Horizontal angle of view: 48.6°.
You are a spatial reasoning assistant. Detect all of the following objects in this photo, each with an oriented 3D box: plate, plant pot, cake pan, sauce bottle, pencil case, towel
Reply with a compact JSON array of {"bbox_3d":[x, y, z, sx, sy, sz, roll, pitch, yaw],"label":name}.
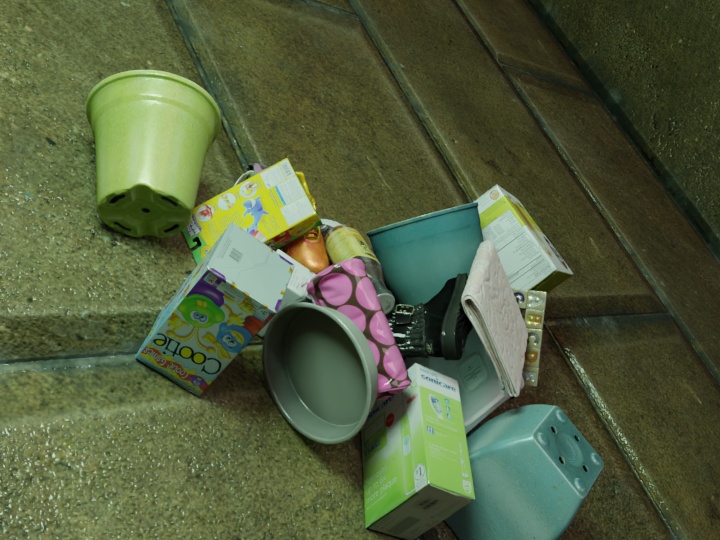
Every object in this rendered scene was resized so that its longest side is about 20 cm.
[{"bbox_3d":[0.175,0.165,1.307,0.199,0.032,0.200,-33,108,-23],"label":"plate"},{"bbox_3d":[-0.309,-0.157,1.171,0.200,0.200,0.184,19,53,-32],"label":"plant pot"},{"bbox_3d":[-0.054,0.138,1.096,0.037,0.200,0.200,-17,67,-49],"label":"cake pan"},{"bbox_3d":[0.000,0.000,1.239,0.066,0.066,0.200,18,24,-33],"label":"sauce bottle"},{"bbox_3d":[-0.005,0.088,1.119,0.094,0.091,0.200,-22,83,-9],"label":"pencil case"},{"bbox_3d":[0.254,0.319,1.229,0.196,0.200,0.196,51,34,9],"label":"plant pot"},{"bbox_3d":[0.132,-0.002,1.384,0.200,0.200,0.188,-17,91,-52],"label":"plant pot"},{"bbox_3d":[0.216,0.073,1.267,0.191,0.032,0.200,65,24,-19],"label":"towel"}]

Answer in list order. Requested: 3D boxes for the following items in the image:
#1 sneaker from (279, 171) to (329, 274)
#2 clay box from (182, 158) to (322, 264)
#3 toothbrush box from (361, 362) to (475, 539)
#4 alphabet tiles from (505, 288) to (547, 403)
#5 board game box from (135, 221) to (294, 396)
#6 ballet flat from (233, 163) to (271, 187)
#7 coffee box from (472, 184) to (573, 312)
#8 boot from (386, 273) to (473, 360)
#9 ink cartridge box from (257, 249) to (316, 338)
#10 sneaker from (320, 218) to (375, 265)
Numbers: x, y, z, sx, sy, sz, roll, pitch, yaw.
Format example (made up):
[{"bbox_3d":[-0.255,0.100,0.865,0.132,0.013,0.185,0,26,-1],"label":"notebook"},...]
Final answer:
[{"bbox_3d":[-0.098,-0.077,1.290,0.073,0.077,0.200,-6,56,-28],"label":"sneaker"},{"bbox_3d":[-0.174,-0.077,1.250,0.115,0.200,0.048,62,1,23],"label":"clay box"},{"bbox_3d":[0.076,0.261,1.154,0.086,0.146,0.200,26,40,-25],"label":"toothbrush box"},{"bbox_3d":[0.237,0.129,1.417,0.008,0.167,0.200,23,73,-67],"label":"alphabet tiles"},{"bbox_3d":[-0.190,0.054,1.043,0.103,0.200,0.105,35,35,-14],"label":"board game box"},{"bbox_3d":[-0.186,-0.118,1.354,0.071,0.069,0.200,15,39,-10],"label":"ballet flat"},{"bbox_3d":[0.261,-0.015,1.537,0.198,0.200,0.200,57,18,16],"label":"coffee box"},{"bbox_3d":[0.088,0.070,1.233,0.211,0.158,0.080,-54,136,-60],"label":"boot"},{"bbox_3d":[-0.112,0.050,1.202,0.200,0.116,0.067,35,37,-15],"label":"ink cartridge box"},{"bbox_3d":[-0.029,-0.016,1.390,0.200,0.080,0.086,26,40,-24],"label":"sneaker"}]
